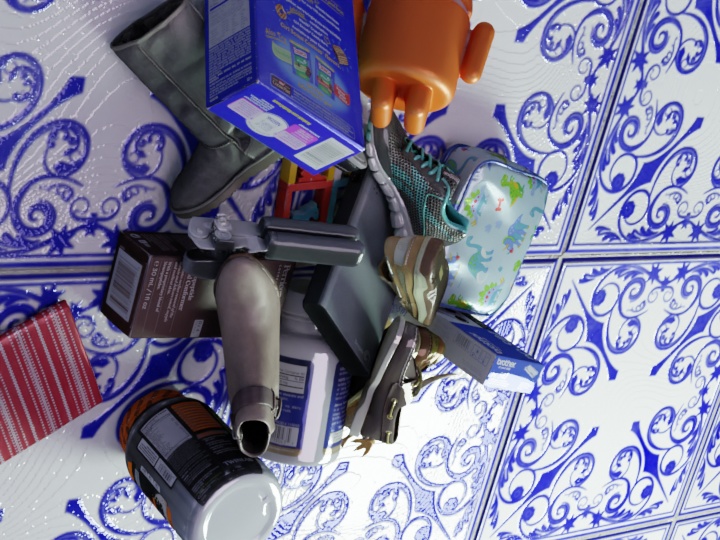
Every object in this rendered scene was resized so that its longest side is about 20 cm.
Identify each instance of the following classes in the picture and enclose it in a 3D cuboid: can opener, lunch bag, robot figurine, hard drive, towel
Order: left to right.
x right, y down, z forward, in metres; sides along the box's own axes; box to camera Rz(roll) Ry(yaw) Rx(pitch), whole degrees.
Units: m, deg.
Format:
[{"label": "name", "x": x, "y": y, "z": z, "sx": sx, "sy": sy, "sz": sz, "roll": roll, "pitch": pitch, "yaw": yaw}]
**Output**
[{"label": "towel", "x": -0.378, "y": 0.134, "z": 1.568, "sx": 0.199, "sy": 0.022, "sz": 0.145, "roll": -31, "pitch": 129, "yaw": -25}, {"label": "can opener", "x": -0.094, "y": -0.026, "z": 1.584, "sx": 0.198, "sy": 0.053, "sz": 0.067, "roll": 1, "pitch": 130, "yaw": -21}, {"label": "hard drive", "x": 0.000, "y": 0.000, "z": 1.699, "sx": 0.140, "sy": 0.033, "sz": 0.201, "roll": 58, "pitch": 42, "yaw": -44}, {"label": "robot figurine", "x": 0.057, "y": -0.253, "z": 1.617, "sx": 0.116, "sy": 0.143, "sz": 0.202, "roll": 31, "pitch": 65, "yaw": -45}, {"label": "lunch bag", "x": 0.138, "y": -0.051, "z": 1.846, "sx": 0.160, "sy": 0.082, "sz": 0.201, "roll": 13, "pitch": 102, "yaw": -44}]

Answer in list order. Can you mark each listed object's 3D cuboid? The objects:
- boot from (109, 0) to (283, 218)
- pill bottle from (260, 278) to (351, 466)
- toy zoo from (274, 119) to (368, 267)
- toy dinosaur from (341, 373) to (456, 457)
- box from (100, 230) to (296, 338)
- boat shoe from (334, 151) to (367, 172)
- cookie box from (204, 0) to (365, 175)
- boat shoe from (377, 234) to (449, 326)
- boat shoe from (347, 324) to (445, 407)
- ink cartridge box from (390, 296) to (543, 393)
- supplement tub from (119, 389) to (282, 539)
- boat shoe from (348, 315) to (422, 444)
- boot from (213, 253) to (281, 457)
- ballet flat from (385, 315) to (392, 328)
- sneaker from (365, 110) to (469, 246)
[{"label": "boot", "x": -0.183, "y": -0.164, "z": 1.516, "sx": 0.181, "sy": 0.073, "sz": 0.200, "roll": -37, "pitch": 129, "yaw": 16}, {"label": "pill bottle", "x": -0.069, "y": 0.118, "z": 1.743, "sx": 0.119, "sy": 0.119, "sz": 0.202, "roll": 0, "pitch": 104, "yaw": -40}, {"label": "toy zoo", "x": -0.037, "y": -0.101, "z": 1.717, "sx": 0.130, "sy": 0.020, "sz": 0.202, "roll": -9, "pitch": 120, "yaw": -37}, {"label": "toy dinosaur", "x": 0.018, "y": 0.170, "z": 1.840, "sx": 0.199, "sy": 0.106, "sz": 0.061, "roll": -22, "pitch": 113, "yaw": 15}, {"label": "box", "x": -0.177, "y": 0.017, "z": 1.634, "sx": 0.199, "sy": 0.075, "sz": 0.101, "roll": 0, "pitch": 114, "yaw": -42}, {"label": "boat shoe", "x": -0.071, "y": -0.165, "z": 1.612, "sx": 0.060, "sy": 0.076, "sz": 0.200, "roll": -35, "pitch": 125, "yaw": 19}, {"label": "cookie box", "x": -0.077, "y": -0.225, "z": 1.487, "sx": 0.075, "sy": 0.201, "sz": 0.171, "roll": -21, "pitch": 148, "yaw": 31}, {"label": "boat shoe", "x": 0.058, "y": 0.003, "z": 1.698, "sx": 0.200, "sy": 0.076, "sz": 0.072, "roll": 83, "pitch": 26, "yaw": -66}, {"label": "boat shoe", "x": 0.020, "y": 0.126, "z": 1.797, "sx": 0.068, "sy": 0.199, "sz": 0.073, "roll": 18, "pitch": 58, "yaw": -37}, {"label": "ink cartridge box", "x": 0.126, "y": 0.084, "z": 1.837, "sx": 0.094, "sy": 0.200, "sz": 0.044, "roll": 14, "pitch": 105, "yaw": -44}, {"label": "supplement tub", "x": -0.184, "y": 0.224, "z": 1.656, "sx": 0.122, "sy": 0.200, "sz": 0.123, "roll": -19, "pitch": 126, "yaw": -28}, {"label": "boat shoe", "x": 0.039, "y": 0.129, "z": 1.694, "sx": 0.072, "sy": 0.059, "sz": 0.201, "roll": -70, "pitch": 180, "yaw": -46}, {"label": "boot", "x": -0.116, "y": 0.098, "z": 1.566, "sx": 0.070, "sy": 0.147, "sz": 0.201, "roll": -5, "pitch": 143, "yaw": 2}, {"label": "ballet flat", "x": 0.023, "y": 0.091, "z": 1.865, "sx": 0.201, "sy": 0.068, "sz": 0.063, "roll": 65, "pitch": 36, "yaw": -45}, {"label": "sneaker", "x": 0.069, "y": -0.109, "z": 1.699, "sx": 0.078, "sy": 0.091, "sz": 0.201, "roll": -71, "pitch": 144, "yaw": -54}]
